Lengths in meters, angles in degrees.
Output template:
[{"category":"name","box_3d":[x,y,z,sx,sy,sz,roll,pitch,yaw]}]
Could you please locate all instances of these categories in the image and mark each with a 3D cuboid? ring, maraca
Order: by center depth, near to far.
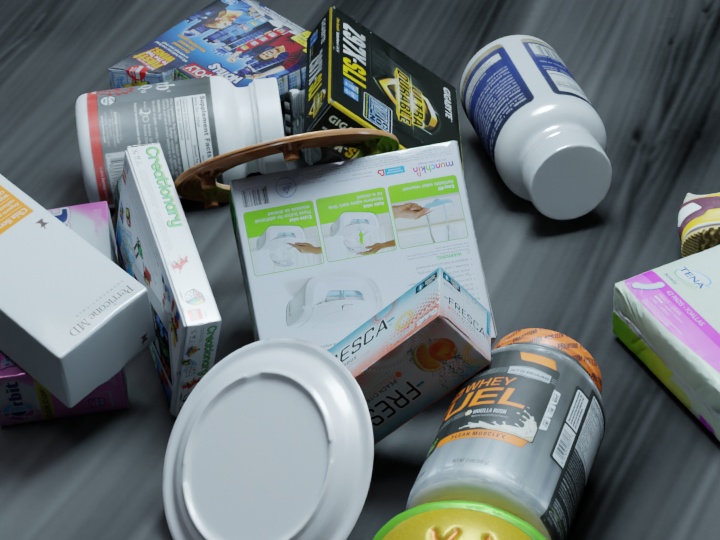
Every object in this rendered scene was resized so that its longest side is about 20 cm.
[{"category":"maraca","box_3d":[0.094,0.237,1.410,0.198,0.138,0.107,13,4,13]},{"category":"ring","box_3d":[-0.062,-0.084,1.728,0.199,0.019,0.200,-13,-9,-2]}]

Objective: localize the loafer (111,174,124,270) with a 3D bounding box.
[{"category":"loafer","box_3d":[-0.196,-0.004,1.857,0.071,0.063,0.201,11,42,-26]}]

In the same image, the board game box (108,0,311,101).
[{"category":"board game box","box_3d":[-0.155,-0.208,2.127,0.199,0.062,0.200,-28,40,-26]}]

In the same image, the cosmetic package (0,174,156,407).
[{"category":"cosmetic package","box_3d":[-0.277,0.014,1.686,0.199,0.072,0.101,35,59,27]}]

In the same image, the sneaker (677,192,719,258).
[{"category":"sneaker","box_3d":[0.386,-0.049,1.803,0.198,0.075,0.091,-1,40,7]}]

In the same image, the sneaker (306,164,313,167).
[{"category":"sneaker","box_3d":[0.004,-0.038,1.872,0.115,0.076,0.200,22,2,-24]}]

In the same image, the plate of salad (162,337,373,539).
[{"category":"plate of salad","box_3d":[-0.069,0.152,1.546,0.199,0.048,0.202,-11,70,31]}]

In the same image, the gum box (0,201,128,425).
[{"category":"gum box","box_3d":[-0.269,0.031,1.762,0.112,0.066,0.201,-8,49,-3]}]

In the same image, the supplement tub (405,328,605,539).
[{"category":"supplement tub","box_3d":[0.117,0.141,1.536,0.121,0.123,0.200,6,37,18]}]

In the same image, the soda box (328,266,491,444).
[{"category":"soda box","box_3d":[0.011,0.087,1.589,0.199,0.064,0.069,-37,26,26]}]

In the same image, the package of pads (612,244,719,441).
[{"category":"package of pads","box_3d":[0.323,0.055,1.671,0.153,0.069,0.200,-19,37,-17]}]

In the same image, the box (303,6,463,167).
[{"category":"box","box_3d":[0.022,-0.153,1.914,0.159,0.049,0.201,31,28,-18]}]

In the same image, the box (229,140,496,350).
[{"category":"box","box_3d":[0.000,0.000,1.700,0.198,0.097,0.178,-11,80,-6]}]

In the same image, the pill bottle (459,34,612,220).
[{"category":"pill bottle","box_3d":[0.172,-0.135,1.927,0.110,0.112,0.201,-12,35,-8]}]

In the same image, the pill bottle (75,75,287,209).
[{"category":"pill bottle","box_3d":[-0.175,-0.129,1.971,0.198,0.117,0.116,-8,35,-3]}]

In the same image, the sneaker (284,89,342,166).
[{"category":"sneaker","box_3d":[-0.007,-0.150,1.983,0.114,0.076,0.200,-4,15,-11]}]

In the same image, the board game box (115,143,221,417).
[{"category":"board game box","box_3d":[-0.167,0.007,1.716,0.034,0.127,0.201,-9,54,-19]}]
